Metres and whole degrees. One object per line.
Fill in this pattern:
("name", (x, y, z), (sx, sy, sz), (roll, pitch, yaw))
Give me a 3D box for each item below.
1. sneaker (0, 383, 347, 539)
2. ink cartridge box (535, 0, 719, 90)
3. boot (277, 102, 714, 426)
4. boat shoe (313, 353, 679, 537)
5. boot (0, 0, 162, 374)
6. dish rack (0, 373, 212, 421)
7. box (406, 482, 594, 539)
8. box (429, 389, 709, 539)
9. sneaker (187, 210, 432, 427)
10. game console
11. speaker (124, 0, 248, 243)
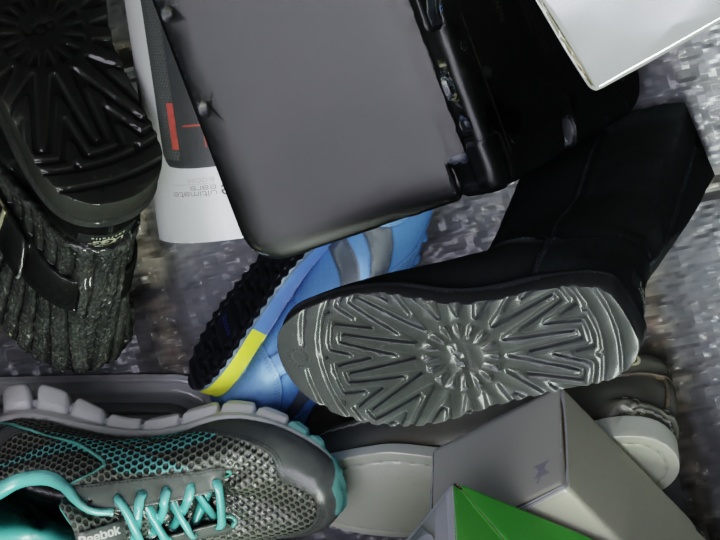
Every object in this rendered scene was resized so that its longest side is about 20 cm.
("sneaker", (-0.106, 0.113, 1.358), (0.199, 0.091, 0.078), (2, 122, 18))
("ink cartridge box", (0.151, -0.166, 1.192), (0.146, 0.200, 0.083), (-29, 100, 22))
("boot", (0.065, -0.010, 1.269), (0.164, 0.200, 0.066), (-3, 117, 18))
("boat shoe", (0.059, 0.084, 1.377), (0.200, 0.061, 0.072), (-9, 140, 19))
("boot", (-0.160, -0.070, 1.370), (0.079, 0.212, 0.158), (-11, 152, -17))
("dish rack", (-0.141, 0.156, 1.463), (0.170, 0.044, 0.201), (-2, 109, 14))
("box", (0.082, 0.213, 1.284), (0.199, 0.097, 0.177), (24, 127, -20))
("box", (0.121, 0.150, 1.334), (0.082, 0.069, 0.200), (-27, 125, 25))
("sneaker", (0.000, 0.000, 1.369), (0.078, 0.066, 0.200), (30, 111, -20))
("game console", (0.011, -0.132, 1.286), (0.116, 0.175, 0.201), (-8, 107, 48))
("speaker", (-0.070, -0.115, 1.320), (0.081, 0.081, 0.202), (-4, 101, 16))
